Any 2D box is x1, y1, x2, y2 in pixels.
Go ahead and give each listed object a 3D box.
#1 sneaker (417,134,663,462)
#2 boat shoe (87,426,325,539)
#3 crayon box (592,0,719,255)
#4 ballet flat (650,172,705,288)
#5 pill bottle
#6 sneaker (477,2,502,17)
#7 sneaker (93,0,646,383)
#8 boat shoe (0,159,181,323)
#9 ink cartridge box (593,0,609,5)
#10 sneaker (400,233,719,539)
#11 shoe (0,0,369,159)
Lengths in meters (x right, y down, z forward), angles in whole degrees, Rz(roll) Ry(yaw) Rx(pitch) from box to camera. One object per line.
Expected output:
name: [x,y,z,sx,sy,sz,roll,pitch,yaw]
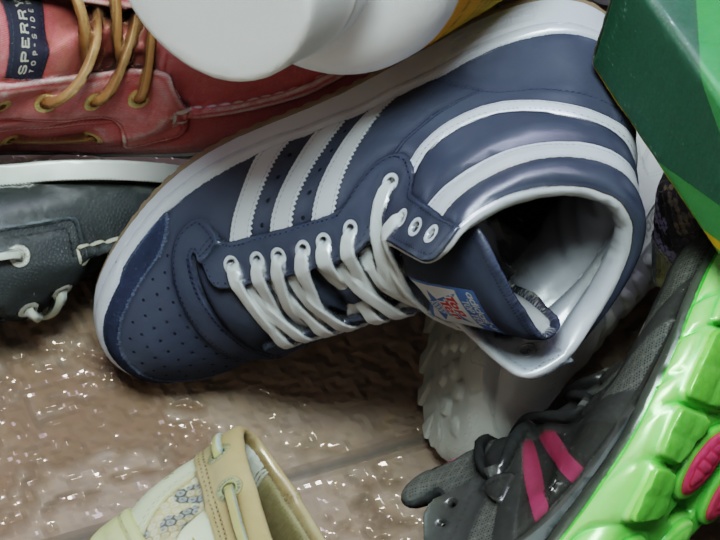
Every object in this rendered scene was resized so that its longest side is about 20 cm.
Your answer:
sneaker: [0.075,-0.011,0.859,0.080,0.076,0.200,28,53,-13]
boat shoe: [-0.008,0.114,0.687,0.063,0.073,0.200,-47,49,0]
crayon box: [0.171,-0.019,0.706,0.126,0.052,0.200,-20,63,-19]
ballet flat: [0.184,-0.022,0.787,0.200,0.072,0.072,0,42,26]
pill bottle: [0.016,-0.129,0.769,0.109,0.109,0.200,33,43,22]
sneaker: [-0.016,-0.082,0.909,0.075,0.088,0.200,16,15,-33]
sneaker: [0.000,0.000,0.774,0.200,0.070,0.109,-31,36,18]
boat shoe: [-0.132,-0.007,0.835,0.200,0.076,0.060,-1,85,-19]
ink cartridge box: [0.045,-0.181,0.960,0.200,0.086,0.148,32,16,23]
sneaker: [0.059,0.063,0.749,0.084,0.077,0.200,27,73,33]
shoe: [-0.086,-0.070,0.814,0.200,0.072,0.091,-4,0,15]
